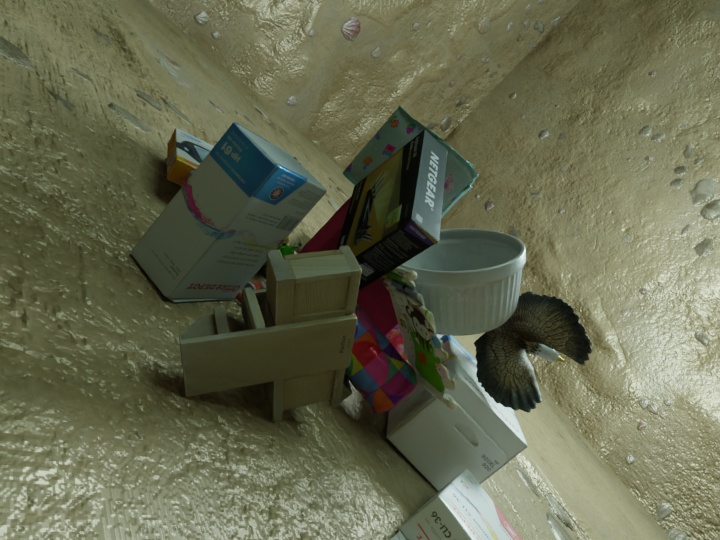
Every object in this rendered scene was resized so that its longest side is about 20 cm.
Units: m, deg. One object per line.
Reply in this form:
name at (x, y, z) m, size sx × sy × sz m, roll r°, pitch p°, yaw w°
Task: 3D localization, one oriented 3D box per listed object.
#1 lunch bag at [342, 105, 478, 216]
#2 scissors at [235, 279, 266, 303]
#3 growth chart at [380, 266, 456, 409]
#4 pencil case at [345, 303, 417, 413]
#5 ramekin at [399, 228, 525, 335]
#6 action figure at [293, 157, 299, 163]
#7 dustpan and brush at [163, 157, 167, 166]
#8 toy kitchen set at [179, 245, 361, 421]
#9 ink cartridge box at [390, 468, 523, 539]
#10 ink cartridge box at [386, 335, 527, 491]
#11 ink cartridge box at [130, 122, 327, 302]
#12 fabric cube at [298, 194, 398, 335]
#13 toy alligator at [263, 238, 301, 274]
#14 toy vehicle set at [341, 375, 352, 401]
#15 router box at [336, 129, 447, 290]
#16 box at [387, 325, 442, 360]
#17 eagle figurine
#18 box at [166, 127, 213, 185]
lunch bag at (0.094, -0.169, 0.966) m, size 0.200 × 0.170 × 0.122 m, roll 49°, pitch 12°, yaw 31°
scissors at (-0.154, 0.020, 0.829) m, size 0.073 × 0.014 × 0.200 m, roll 41°, pitch 13°, yaw -16°
growth chart at (0.074, 0.081, 0.723) m, size 0.145 × 0.018 × 0.200 m, roll 10°, pitch -62°, yaw 70°
pencil case at (-0.004, 0.100, 0.743) m, size 0.200 × 0.088 × 0.088 m, roll 53°, pitch 12°, yaw 2°
ramekin at (0.141, 0.015, 0.791) m, size 0.200 × 0.200 × 0.105 m, roll -100°, pitch -176°, yaw -70°
action figure at (-0.208, -0.170, 1.030) m, size 0.119 × 0.199 × 0.102 m, roll 84°, pitch 9°, yaw -54°
dustpan and brush at (-0.242, -0.126, 0.908) m, size 0.140 × 0.057 × 0.200 m, roll 31°, pitch 18°, yaw -50°
toy kitchen set at (-0.114, 0.036, 0.572) m, size 0.163 × 0.200 × 0.181 m, roll -7°, pitch 41°, yaw -21°
ink cartridge box at (0.119, 0.318, 0.624) m, size 0.117 × 0.067 × 0.200 m, roll 50°, pitch 12°, yaw 21°
ink cartridge box at (0.142, 0.222, 0.841) m, size 0.147 × 0.145 × 0.200 m, roll 45°, pitch 11°, yaw -3°
ink cartridge box at (-0.156, -0.061, 0.651) m, size 0.085 × 0.200 × 0.145 m, roll 44°, pitch 10°, yaw 15°
fabric cube at (0.000, 0.000, 0.978) m, size 0.200 × 0.199 × 0.196 m, roll 43°, pitch 11°, yaw -12°
toy alligator at (-0.152, -0.033, 0.937) m, size 0.054 × 0.059 × 0.200 m, roll 5°, pitch 10°, yaw 6°
toy vehicle set at (-0.079, 0.091, 0.786) m, size 0.124 × 0.027 × 0.200 m, roll 45°, pitch 11°, yaw -29°
router box at (0.042, -0.085, 0.750) m, size 0.052 × 0.157 × 0.200 m, roll 37°, pitch 42°, yaw -24°
box at (0.128, 0.170, 1.084) m, size 0.200 × 0.100 × 0.096 m, roll 39°, pitch 13°, yaw -30°
eagle figurine at (0.249, 0.108, 0.812) m, size 0.200 × 0.151 × 0.152 m, roll -31°, pitch 118°, yaw -79°
box at (-0.256, -0.175, 0.883) m, size 0.119 × 0.042 × 0.200 m, roll 22°, pitch 21°, yaw -30°
